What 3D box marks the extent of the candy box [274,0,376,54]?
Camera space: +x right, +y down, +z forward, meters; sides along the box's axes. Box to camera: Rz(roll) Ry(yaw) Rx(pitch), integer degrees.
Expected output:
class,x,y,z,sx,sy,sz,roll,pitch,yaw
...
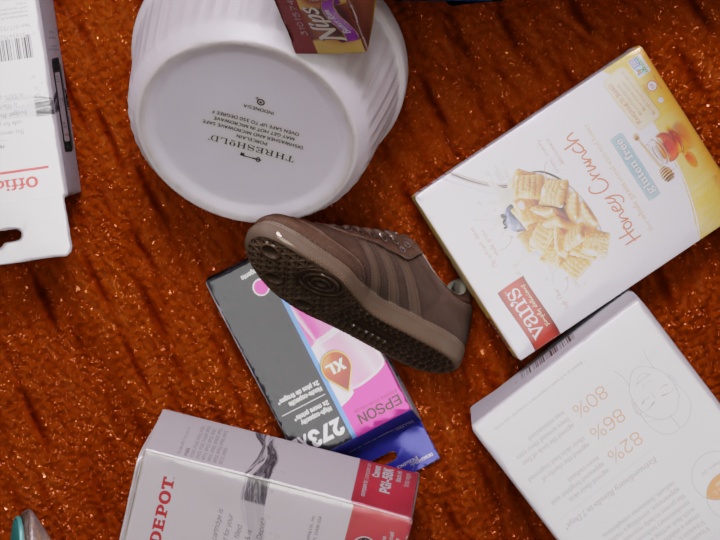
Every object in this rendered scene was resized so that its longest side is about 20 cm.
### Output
class,x,y,z,sx,sy,sz,roll,pitch,yaw
candy box,-0.018,-0.256,1.572,0.056,0.117,0.201,1,59,16

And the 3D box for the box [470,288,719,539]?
class,x,y,z,sx,sy,sz,roll,pitch,yaw
box,0.196,0.138,1.720,0.152,0.106,0.200,-37,93,4

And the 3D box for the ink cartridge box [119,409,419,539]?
class,x,y,z,sx,sy,sz,roll,pitch,yaw
ink cartridge box,-0.071,0.199,1.729,0.199,0.083,0.148,15,111,0

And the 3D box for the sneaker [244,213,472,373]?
class,x,y,z,sx,sy,sz,roll,pitch,yaw
sneaker,0.000,0.000,1.708,0.200,0.070,0.076,35,57,-32

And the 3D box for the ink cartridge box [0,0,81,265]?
class,x,y,z,sx,sy,sz,roll,pitch,yaw
ink cartridge box,-0.271,-0.105,1.732,0.115,0.068,0.201,-7,94,4

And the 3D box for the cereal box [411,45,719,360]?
class,x,y,z,sx,sy,sz,roll,pitch,yaw
cereal box,0.156,-0.048,1.731,0.199,0.040,0.144,-34,94,-3

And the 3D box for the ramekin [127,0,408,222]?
class,x,y,z,sx,sy,sz,roll,pitch,yaw
ramekin,-0.070,-0.123,1.664,0.201,0.095,0.203,6,130,7

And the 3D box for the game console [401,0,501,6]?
class,x,y,z,sx,sy,sz,roll,pitch,yaw
game console,0.040,-0.283,1.643,0.170,0.118,0.201,-6,96,-43

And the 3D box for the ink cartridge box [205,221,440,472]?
class,x,y,z,sx,sy,sz,roll,pitch,yaw
ink cartridge box,-0.027,0.074,1.759,0.094,0.037,0.201,-27,95,4

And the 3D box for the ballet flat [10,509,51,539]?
class,x,y,z,sx,sy,sz,roll,pitch,yaw
ballet flat,-0.231,0.274,1.773,0.067,0.068,0.201,2,101,-18
